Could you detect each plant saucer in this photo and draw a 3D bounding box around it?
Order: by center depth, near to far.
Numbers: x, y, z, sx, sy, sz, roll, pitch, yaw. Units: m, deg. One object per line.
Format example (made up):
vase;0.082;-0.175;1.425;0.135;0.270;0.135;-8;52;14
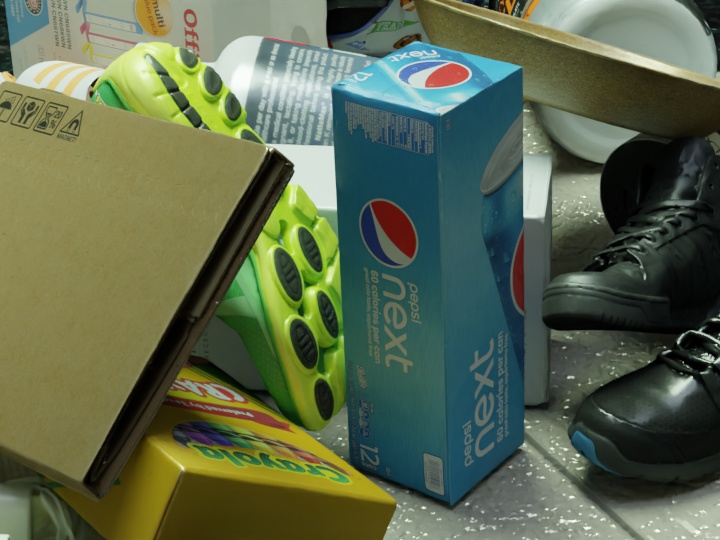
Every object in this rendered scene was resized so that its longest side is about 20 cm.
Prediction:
plant saucer;0.118;-0.107;1.121;0.198;0.036;0.200;17;9;-3

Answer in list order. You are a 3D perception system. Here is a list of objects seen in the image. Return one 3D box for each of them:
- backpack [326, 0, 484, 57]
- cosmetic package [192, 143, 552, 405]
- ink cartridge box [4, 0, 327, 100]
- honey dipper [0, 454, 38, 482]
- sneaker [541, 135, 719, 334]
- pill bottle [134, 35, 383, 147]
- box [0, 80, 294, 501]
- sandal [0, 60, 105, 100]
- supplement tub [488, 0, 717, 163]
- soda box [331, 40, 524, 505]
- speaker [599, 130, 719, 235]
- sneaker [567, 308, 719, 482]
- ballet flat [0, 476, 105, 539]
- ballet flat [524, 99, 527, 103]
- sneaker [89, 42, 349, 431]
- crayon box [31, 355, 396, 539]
backpack;0.011;-0.228;1.420;0.153;0.202;0.190;3;7;-31
cosmetic package;0.000;0.000;1.073;0.198;0.114;0.081;0;27;8
ink cartridge box;-0.116;-0.154;1.356;0.198;0.130;0.125;15;32;31
honey dipper;-0.134;0.050;1.073;0.038;0.038;0.200;7;25;16
sneaker;0.157;-0.020;1.063;0.060;0.105;0.199;-2;-4;40
pill bottle;-0.035;-0.066;1.157;0.198;0.121;0.120;11;28;0
box;-0.138;0.001;0.918;0.199;0.021;0.164;16;72;43
sandal;-0.147;-0.086;1.275;0.206;0.059;0.079;34;-1;39
supplement tub;0.152;-0.162;1.359;0.121;0.124;0.200;-5;27;-5
soda box;0.034;0.002;0.967;0.064;0.202;0.068;18;33;33
speaker;0.227;-0.073;1.231;0.081;0.082;0.199;20;35;36
sneaker;0.184;0.039;1.015;0.199;0.083;0.073;-20;35;-28
ballet flat;-0.146;0.130;0.881;0.069;0.070;0.200;-2;27;0
ballet flat;0.020;-0.071;1.258;0.199;0.063;0.069;-28;75;-12
sneaker;-0.067;-0.013;0.999;0.083;0.201;0.074;-29;3;38
crayon box;-0.074;0.088;0.919;0.126;0.051;0.199;15;12;-43
